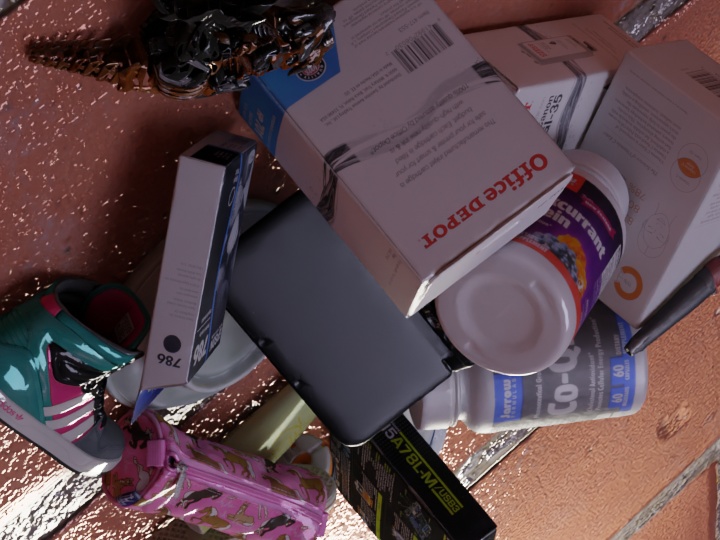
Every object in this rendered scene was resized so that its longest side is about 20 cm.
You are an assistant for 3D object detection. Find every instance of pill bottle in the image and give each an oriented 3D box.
[{"bbox_3d":[0.140,0.080,1.534,0.198,0.114,0.114,-7,138,-9],"label":"pill bottle"},{"bbox_3d":[0.143,-0.015,1.375,0.200,0.111,0.112,-50,162,-51],"label":"pill bottle"}]

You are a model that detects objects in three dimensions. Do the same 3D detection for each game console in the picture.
[{"bbox_3d":[0.000,0.000,1.375,0.200,0.116,0.177,51,37,-24],"label":"game console"}]

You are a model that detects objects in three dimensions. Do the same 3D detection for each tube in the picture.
[{"bbox_3d":[-0.083,0.145,1.540,0.200,0.058,0.052,-43,111,-18],"label":"tube"}]

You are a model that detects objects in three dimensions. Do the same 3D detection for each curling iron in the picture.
[{"bbox_3d":[0.299,0.011,1.493,0.200,0.026,0.050,-39,148,-20],"label":"curling iron"}]

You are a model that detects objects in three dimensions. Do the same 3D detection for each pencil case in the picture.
[{"bbox_3d":[-0.116,0.177,1.439,0.199,0.087,0.083,26,116,-40],"label":"pencil case"}]

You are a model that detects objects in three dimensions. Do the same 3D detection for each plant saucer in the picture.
[{"bbox_3d":[-0.112,0.040,1.378,0.199,0.050,0.201,-33,147,-25],"label":"plant saucer"}]

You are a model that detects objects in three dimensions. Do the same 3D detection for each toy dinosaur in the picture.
[{"bbox_3d":[-0.106,-0.149,1.130,0.199,0.102,0.136,-32,160,-31],"label":"toy dinosaur"}]

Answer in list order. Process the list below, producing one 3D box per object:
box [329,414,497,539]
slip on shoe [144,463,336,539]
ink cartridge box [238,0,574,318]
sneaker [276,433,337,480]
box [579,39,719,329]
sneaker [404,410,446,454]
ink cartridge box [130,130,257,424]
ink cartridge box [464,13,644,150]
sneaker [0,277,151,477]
[{"bbox_3d":[0.043,0.210,1.607,0.047,0.193,0.201,-35,156,-19],"label":"box"},{"bbox_3d":[-0.110,0.234,1.558,0.199,0.074,0.061,-29,140,-4],"label":"slip on shoe"},{"bbox_3d":[0.030,-0.093,1.247,0.146,0.201,0.086,-35,170,-20],"label":"ink cartridge box"},{"bbox_3d":[-0.088,0.240,1.618,0.200,0.078,0.077,-47,161,2],"label":"sneaker"},{"bbox_3d":[0.253,-0.074,1.482,0.097,0.124,0.201,-16,138,-47],"label":"box"},{"bbox_3d":[0.041,0.114,1.656,0.070,0.073,0.202,-13,127,-32],"label":"sneaker"},{"bbox_3d":[-0.118,0.008,1.254,0.100,0.039,0.202,-59,162,-72],"label":"ink cartridge box"},{"bbox_3d":[0.142,-0.126,1.485,0.199,0.083,0.147,-16,138,-44],"label":"ink cartridge box"},{"bbox_3d":[-0.196,0.070,1.277,0.120,0.084,0.200,-38,149,2],"label":"sneaker"}]
